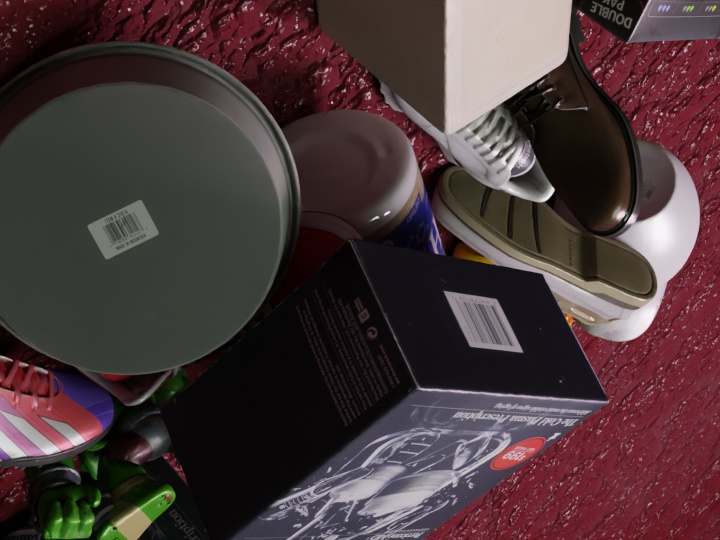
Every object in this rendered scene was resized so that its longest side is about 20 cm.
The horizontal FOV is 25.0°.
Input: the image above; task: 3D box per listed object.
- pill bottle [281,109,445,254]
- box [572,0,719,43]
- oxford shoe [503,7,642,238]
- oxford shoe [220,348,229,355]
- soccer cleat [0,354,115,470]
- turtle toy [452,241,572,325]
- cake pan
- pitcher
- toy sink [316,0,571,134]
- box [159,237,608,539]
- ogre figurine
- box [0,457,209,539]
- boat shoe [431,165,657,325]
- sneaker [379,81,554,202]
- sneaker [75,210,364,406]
[{"bbox_3d":[0.000,0.000,1.109,0.120,0.120,0.200,-37,139,-15],"label":"pill bottle"},{"bbox_3d":[0.195,-0.267,1.040,0.124,0.149,0.200,-11,135,-46],"label":"box"},{"bbox_3d":[0.126,-0.111,1.106,0.073,0.200,0.084,-35,160,35],"label":"oxford shoe"},{"bbox_3d":[-0.048,0.103,1.163,0.071,0.071,0.200,-30,119,8],"label":"oxford shoe"},{"bbox_3d":[-0.231,0.073,0.965,0.200,0.068,0.073,3,125,-36],"label":"soccer cleat"},{"bbox_3d":[0.110,0.054,1.343,0.200,0.101,0.146,-13,129,-45],"label":"turtle toy"},{"bbox_3d":[-0.131,-0.027,0.911,0.200,0.037,0.201,-3,112,-8],"label":"cake pan"},{"bbox_3d":[0.238,-0.051,1.400,0.200,0.121,0.172,73,40,-64],"label":"pitcher"},{"bbox_3d":[0.050,-0.207,0.951,0.112,0.130,0.200,-33,146,-21],"label":"toy sink"},{"bbox_3d":[0.016,0.083,1.001,0.182,0.104,0.200,-41,150,30],"label":"box"},{"bbox_3d":[-0.149,0.113,1.085,0.200,0.120,0.098,-25,148,-29],"label":"ogre figurine"},{"bbox_3d":[-0.162,0.261,1.147,0.182,0.200,0.104,-32,149,-24],"label":"box"},{"bbox_3d":[0.134,-0.010,1.275,0.068,0.200,0.075,-45,-158,44],"label":"boat shoe"},{"bbox_3d":[0.083,-0.111,1.153,0.076,0.081,0.200,-48,148,5],"label":"sneaker"},{"bbox_3d":[-0.093,0.025,0.989,0.200,0.071,0.112,-17,-168,37],"label":"sneaker"}]
